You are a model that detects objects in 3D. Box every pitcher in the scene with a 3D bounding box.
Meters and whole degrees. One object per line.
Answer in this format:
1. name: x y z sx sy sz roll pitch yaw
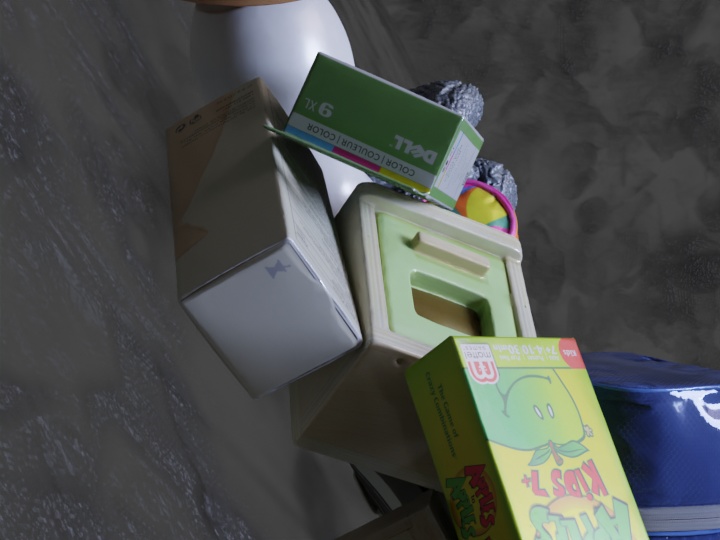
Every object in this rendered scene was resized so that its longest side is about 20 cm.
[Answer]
1. pitcher: -0.065 -0.137 1.191 0.172 0.121 0.201 42 -23 58

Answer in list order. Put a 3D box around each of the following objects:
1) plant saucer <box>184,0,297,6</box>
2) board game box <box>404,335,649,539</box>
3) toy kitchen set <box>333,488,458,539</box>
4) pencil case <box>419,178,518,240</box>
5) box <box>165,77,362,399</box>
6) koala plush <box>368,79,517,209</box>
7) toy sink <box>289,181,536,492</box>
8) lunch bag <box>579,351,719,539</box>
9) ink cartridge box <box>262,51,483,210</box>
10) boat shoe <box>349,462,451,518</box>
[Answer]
1. plant saucer: -0.088 -0.235 1.106 0.201 0.199 0.032 -102 -168 -58
2. board game box: 0.103 0.136 0.837 0.101 0.048 0.201 3 59 -40
3. toy kitchen set: 0.094 0.196 0.920 0.181 0.163 0.200 62 9 -2
4. pencil case: 0.077 0.015 1.187 0.200 0.088 0.089 89 -17 -57
5. box: -0.064 -0.025 0.944 0.095 0.077 0.200 56 11 -32
6. koala plush: 0.033 -0.036 1.356 0.178 0.183 0.201 59 30 -47
7. toy sink: 0.033 0.026 0.998 0.130 0.112 0.201 21 37 -21
8. lunch bag: 0.164 0.128 0.995 0.200 0.135 0.133 -171 -97 -67
9. ink cartridge box: 0.015 -0.090 0.980 0.103 0.060 0.200 25 4 9
10. boat shoe: 0.023 0.134 1.039 0.201 0.070 0.064 58 -25 23
